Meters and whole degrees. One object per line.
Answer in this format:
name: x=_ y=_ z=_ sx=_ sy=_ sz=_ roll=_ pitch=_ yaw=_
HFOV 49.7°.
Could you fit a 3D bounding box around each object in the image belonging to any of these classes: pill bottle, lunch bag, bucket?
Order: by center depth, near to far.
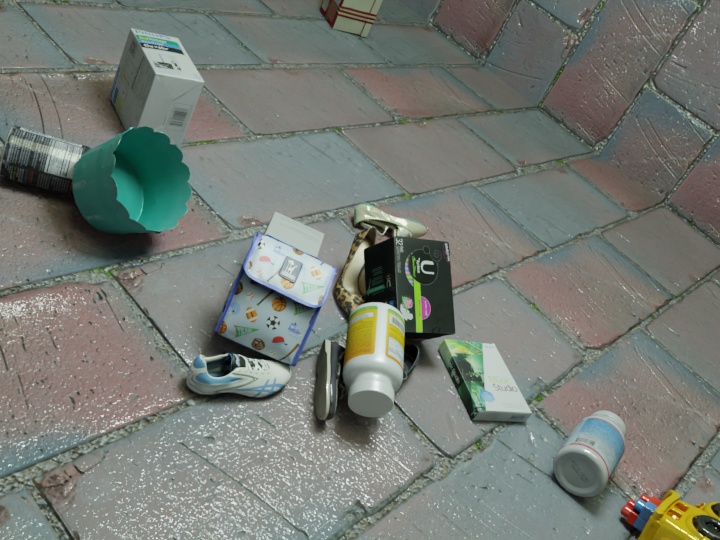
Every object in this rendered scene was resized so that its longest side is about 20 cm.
lunch bag: x=-0.156 y=0.051 z=1.427 sx=0.170 sy=0.200 sz=0.124 roll=26 pitch=-1 yaw=-10
pill bottle: x=0.025 y=0.166 z=1.441 sx=0.111 sy=0.111 sz=0.200 roll=20 pitch=43 yaw=-14
bucket: x=-0.442 y=-0.166 z=1.505 sx=0.207 sy=0.134 sz=0.208 roll=17 pitch=70 yaw=-55
pill bottle: x=-0.601 y=-0.209 z=1.544 sx=0.199 sy=0.106 sz=0.106 roll=15 pitch=35 yaw=-21
pill bottle: x=0.475 y=0.366 z=1.585 sx=0.109 sy=0.109 sz=0.200 roll=40 pitch=35 yaw=16

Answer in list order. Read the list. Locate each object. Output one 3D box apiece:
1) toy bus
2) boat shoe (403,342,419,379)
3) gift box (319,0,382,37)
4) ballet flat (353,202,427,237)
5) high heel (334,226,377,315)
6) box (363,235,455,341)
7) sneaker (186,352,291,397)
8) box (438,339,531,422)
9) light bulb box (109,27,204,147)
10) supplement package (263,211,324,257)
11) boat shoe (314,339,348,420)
toy bus: x=0.618 y=0.498 z=1.517 sx=0.192 sy=0.136 sz=0.200 roll=32 pitch=27 yaw=34
boat shoe: x=0.057 y=0.199 z=1.536 sx=0.075 sy=0.062 sz=0.200 roll=41 pitch=36 yaw=14
gift box: x=-0.030 y=-1.046 z=3.030 sx=0.186 sy=0.185 sz=0.200 roll=3 pitch=47 yaw=-31
ballet flat: x=0.073 y=-0.108 z=1.969 sx=0.199 sy=0.070 sz=0.070 roll=19 pitch=34 yaw=-13
high heel: x=0.000 y=0.000 z=1.683 sx=0.071 sy=0.143 sz=0.200 roll=18 pitch=35 yaw=-17
box: x=0.101 y=0.043 z=1.642 sx=0.148 sy=0.124 sz=0.201 roll=4 pitch=76 yaw=-31
sneaker: x=-0.204 y=0.178 z=1.357 sx=0.200 sy=0.073 sz=0.072 roll=3 pitch=39 yaw=-36
box: x=0.265 y=0.235 z=1.668 sx=0.144 sy=0.036 sz=0.200 roll=8 pitch=38 yaw=-30
light bulb box: x=-0.487 y=-0.429 z=1.841 sx=0.125 sy=0.198 sz=0.200 roll=1 pitch=43 yaw=-39
supplement package: x=-0.164 y=-0.005 z=1.587 sx=0.119 sy=0.121 sz=0.200 roll=25 pitch=33 yaw=-8
boat shoe: x=-0.046 y=0.203 z=1.443 sx=0.063 sy=0.073 sz=0.200 roll=17 pitch=30 yaw=-12
